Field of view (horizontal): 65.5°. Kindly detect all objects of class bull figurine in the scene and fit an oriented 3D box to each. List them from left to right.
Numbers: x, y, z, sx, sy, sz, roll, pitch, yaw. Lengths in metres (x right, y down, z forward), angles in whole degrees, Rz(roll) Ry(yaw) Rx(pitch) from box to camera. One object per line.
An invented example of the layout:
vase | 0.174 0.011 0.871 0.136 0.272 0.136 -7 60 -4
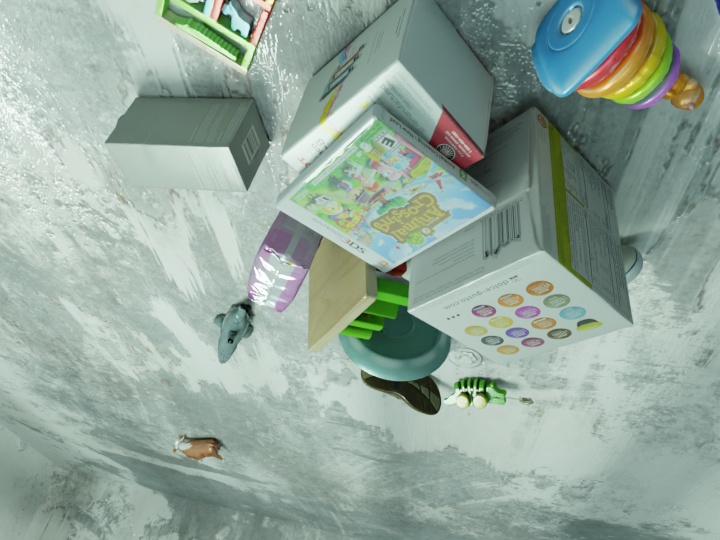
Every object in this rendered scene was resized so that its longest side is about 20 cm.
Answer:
bull figurine | -0.557 0.622 1.943 0.195 0.067 0.122 -8 141 32

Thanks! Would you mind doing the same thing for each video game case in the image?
video game case | 0.024 -0.078 0.642 0.179 0.023 0.198 29 143 -27

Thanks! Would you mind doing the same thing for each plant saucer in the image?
plant saucer | 0.059 0.096 0.945 0.193 0.203 0.028 12 131 5

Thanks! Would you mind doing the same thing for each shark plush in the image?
shark plush | -0.261 0.129 1.197 0.090 0.085 0.199 31 140 -19

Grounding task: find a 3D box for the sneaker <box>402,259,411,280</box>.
sneaker | 0.156 0.027 0.910 0.194 0.089 0.075 17 146 2

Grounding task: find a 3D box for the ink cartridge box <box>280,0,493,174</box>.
ink cartridge box | 0.030 -0.179 0.650 0.144 0.148 0.197 36 140 -28

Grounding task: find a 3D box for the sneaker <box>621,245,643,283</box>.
sneaker | 0.310 0.001 0.831 0.196 0.075 0.070 -20 134 38

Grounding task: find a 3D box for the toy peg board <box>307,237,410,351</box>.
toy peg board | 0.000 0.000 0.861 0.095 0.205 0.200 13 147 -25

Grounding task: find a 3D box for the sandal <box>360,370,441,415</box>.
sandal | 0.088 0.256 1.234 0.194 0.084 0.055 19 160 -6

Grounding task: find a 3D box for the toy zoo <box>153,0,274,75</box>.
toy zoo | -0.156 -0.333 0.632 0.129 0.021 0.200 28 142 -14

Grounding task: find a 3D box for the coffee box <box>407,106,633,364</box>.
coffee box | 0.198 -0.029 0.714 0.195 0.206 0.197 29 142 -31

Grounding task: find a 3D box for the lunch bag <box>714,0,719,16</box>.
lunch bag | 0.396 -0.296 0.434 0.146 0.095 0.204 15 131 3

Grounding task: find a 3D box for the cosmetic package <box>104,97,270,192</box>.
cosmetic package | -0.241 -0.179 0.788 0.193 0.109 0.091 5 143 18

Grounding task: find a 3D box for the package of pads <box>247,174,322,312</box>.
package of pads | -0.091 -0.054 0.809 0.074 0.203 0.121 28 139 -9

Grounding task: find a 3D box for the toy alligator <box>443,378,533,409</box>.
toy alligator | 0.265 0.256 1.187 0.194 0.059 0.056 -8 97 29

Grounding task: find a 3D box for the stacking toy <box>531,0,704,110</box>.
stacking toy | 0.282 -0.211 0.572 0.195 0.119 0.110 17 140 -25
